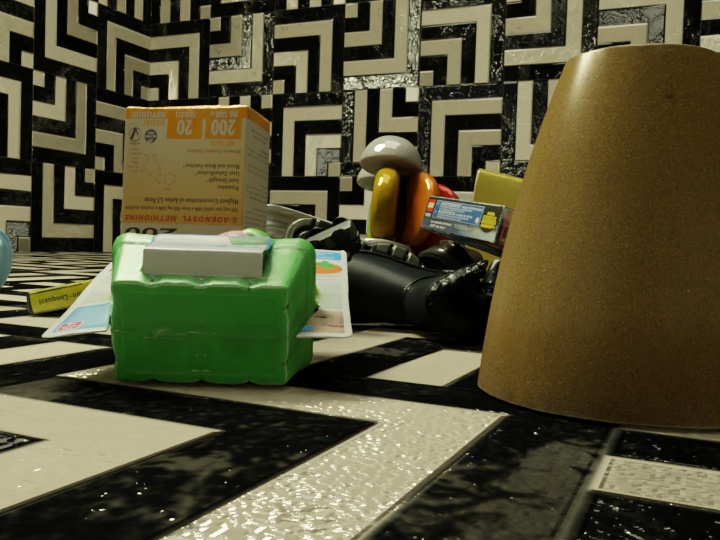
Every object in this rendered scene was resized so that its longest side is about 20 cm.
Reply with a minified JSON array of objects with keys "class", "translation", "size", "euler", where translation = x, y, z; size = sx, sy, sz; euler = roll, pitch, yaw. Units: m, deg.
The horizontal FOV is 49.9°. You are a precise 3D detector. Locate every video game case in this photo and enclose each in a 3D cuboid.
[{"class":"video game case","translation":[-0.254,0.014,0.885],"size":[0.176,0.026,0.200],"euler":[-11,2,0]}]

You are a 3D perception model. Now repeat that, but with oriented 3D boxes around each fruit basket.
[{"class":"fruit basket","translation":[-0.096,0.004,0.534],"size":[0.180,0.096,0.201],"euler":[2,22,-2]}]

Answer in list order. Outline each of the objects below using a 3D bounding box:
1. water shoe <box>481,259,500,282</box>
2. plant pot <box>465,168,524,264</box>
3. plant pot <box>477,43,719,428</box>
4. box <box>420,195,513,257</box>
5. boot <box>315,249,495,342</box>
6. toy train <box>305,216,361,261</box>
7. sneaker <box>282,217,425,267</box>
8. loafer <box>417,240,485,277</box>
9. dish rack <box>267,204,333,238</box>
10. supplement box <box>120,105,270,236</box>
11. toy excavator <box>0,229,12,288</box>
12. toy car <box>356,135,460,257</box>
[{"class":"water shoe","translation":[0.186,0.035,0.965],"size":[0.078,0.073,0.200],"euler":[30,4,5]},{"class":"plant pot","translation":[0.283,-0.040,1.206],"size":[0.196,0.201,0.193],"euler":[10,5,23]},{"class":"plant pot","translation":[0.169,-0.025,0.475],"size":[0.181,0.205,0.186],"euler":[3,1,0]},{"class":"box","translation":[0.180,-0.028,0.831],"size":[0.197,0.041,0.136],"euler":[18,1,-30]},{"class":"boot","translation":[0.048,0.021,0.752],"size":[0.195,0.078,0.168],"euler":[8,-3,-10]},{"class":"toy train","translation":[-0.087,0.003,0.781],"size":[0.197,0.046,0.034],"euler":[-23,29,17]},{"class":"sneaker","translation":[0.000,0.000,0.910],"size":[0.197,0.077,0.079],"euler":[27,-20,-2]},{"class":"loafer","translation":[0.116,-0.005,0.945],"size":[0.071,0.073,0.200],"euler":[-39,-7,-4]},{"class":"dish rack","translation":[-0.126,-0.017,1.077],"size":[0.169,0.045,0.198],"euler":[14,-30,-42]},{"class":"supplement box","translation":[-0.157,-0.048,0.736],"size":[0.123,0.205,0.073],"euler":[1,-1,11]},{"class":"toy excavator","translation":[-0.445,-0.001,0.837],"size":[0.197,0.102,0.193],"euler":[14,9,32]},{"class":"toy car","translation":[0.062,-0.068,1.017],"size":[0.146,0.180,0.200],"euler":[7,-10,-1]}]
